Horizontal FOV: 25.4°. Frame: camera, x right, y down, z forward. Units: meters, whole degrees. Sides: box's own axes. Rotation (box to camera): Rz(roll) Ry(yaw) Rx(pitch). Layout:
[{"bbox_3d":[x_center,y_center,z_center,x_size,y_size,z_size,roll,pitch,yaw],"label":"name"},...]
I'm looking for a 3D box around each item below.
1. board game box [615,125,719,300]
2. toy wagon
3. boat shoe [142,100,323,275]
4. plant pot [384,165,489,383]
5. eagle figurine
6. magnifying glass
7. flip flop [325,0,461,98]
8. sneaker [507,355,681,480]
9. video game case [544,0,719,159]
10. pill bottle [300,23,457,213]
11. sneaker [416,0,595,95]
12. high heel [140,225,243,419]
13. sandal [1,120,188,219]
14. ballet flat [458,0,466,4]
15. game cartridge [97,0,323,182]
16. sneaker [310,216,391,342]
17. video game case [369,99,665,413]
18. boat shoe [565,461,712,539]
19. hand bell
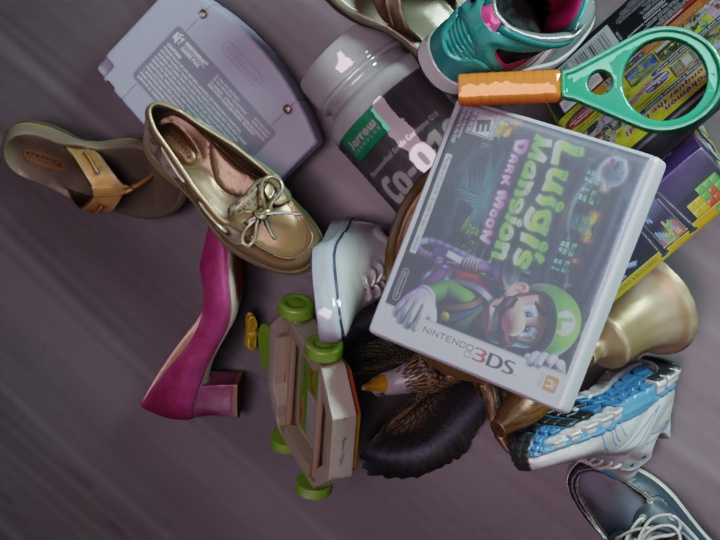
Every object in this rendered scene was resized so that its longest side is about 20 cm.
[{"bbox_3d":[0.203,-0.044,1.302,0.200,0.165,0.057,-42,106,15],"label":"board game box"},{"bbox_3d":[-0.053,0.098,1.406,0.040,0.200,0.155,-8,122,-21],"label":"toy wagon"},{"bbox_3d":[-0.116,-0.071,1.398,0.200,0.063,0.073,38,77,8],"label":"boat shoe"},{"bbox_3d":[0.100,-0.012,1.251,0.200,0.027,0.200,-7,76,29],"label":"plant pot"},{"bbox_3d":[0.055,0.090,1.390,0.151,0.200,0.152,21,68,-18],"label":"eagle figurine"},{"bbox_3d":[0.173,-0.141,1.208,0.200,0.022,0.080,-1,86,14],"label":"magnifying glass"},{"bbox_3d":[0.044,-0.217,1.310,0.200,0.058,0.081,42,72,-1],"label":"flip flop"},{"bbox_3d":[0.202,0.141,1.322,0.075,0.200,0.087,10,112,47],"label":"sneaker"},{"bbox_3d":[0.243,-0.169,1.284,0.200,0.181,0.025,-41,121,16],"label":"video game case"},{"bbox_3d":[0.047,-0.114,1.368,0.113,0.113,0.200,-43,84,16],"label":"pill bottle"},{"bbox_3d":[0.147,-0.211,1.272,0.121,0.200,0.084,-33,87,50],"label":"sneaker"},{"bbox_3d":[-0.157,0.043,1.466,0.096,0.067,0.200,3,112,5],"label":"high heel"},{"bbox_3d":[-0.250,-0.087,1.474,0.200,0.054,0.080,14,123,16],"label":"sandal"},{"bbox_3d":[0.064,-0.274,1.371,0.076,0.064,0.200,-22,90,18],"label":"ballet flat"},{"bbox_3d":[-0.132,-0.157,1.454,0.133,0.040,0.200,-43,84,19],"label":"game cartridge"},{"bbox_3d":[0.000,0.000,1.353,0.071,0.200,0.073,-3,114,8],"label":"sneaker"},{"bbox_3d":[0.115,-0.015,1.214,0.182,0.023,0.200,21,90,33],"label":"video game case"},{"bbox_3d":[0.256,0.239,1.375,0.200,0.062,0.075,47,108,7],"label":"boat shoe"},{"bbox_3d":[0.175,0.074,1.297,0.104,0.200,0.104,31,140,31],"label":"hand bell"}]
